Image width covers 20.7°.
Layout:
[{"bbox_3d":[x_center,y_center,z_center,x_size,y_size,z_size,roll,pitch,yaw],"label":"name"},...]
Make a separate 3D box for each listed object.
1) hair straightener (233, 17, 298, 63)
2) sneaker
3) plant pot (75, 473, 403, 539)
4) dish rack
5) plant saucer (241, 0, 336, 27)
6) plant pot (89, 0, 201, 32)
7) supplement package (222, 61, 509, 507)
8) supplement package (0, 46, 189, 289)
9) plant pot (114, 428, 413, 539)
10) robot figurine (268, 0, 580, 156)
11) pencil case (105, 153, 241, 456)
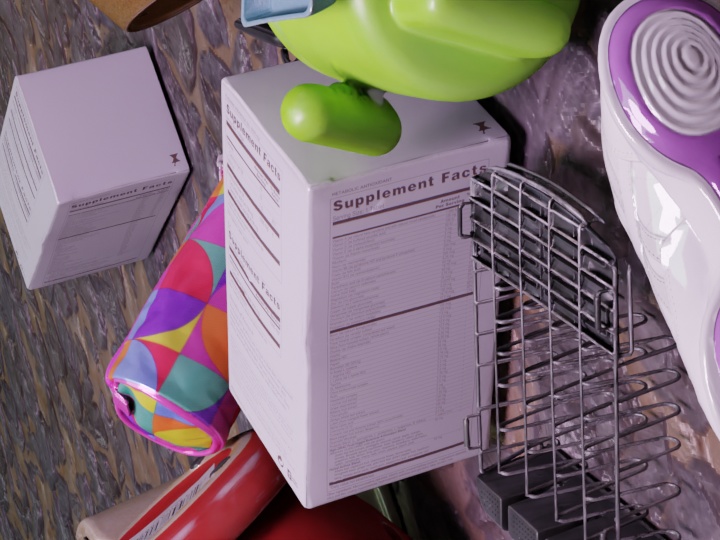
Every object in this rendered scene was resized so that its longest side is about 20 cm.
[{"bbox_3d":[-0.023,-0.125,1.139,0.200,0.041,0.078,35,137,55],"label":"hair straightener"},{"bbox_3d":[0.144,-0.005,0.742,0.100,0.074,0.202,82,170,-81],"label":"sneaker"},{"bbox_3d":[-0.084,0.204,1.308,0.200,0.182,0.202,165,90,-70],"label":"plant pot"},{"bbox_3d":[0.098,0.052,0.905,0.153,0.054,0.202,-144,45,-58],"label":"dish rack"},{"bbox_3d":[-0.026,-0.204,0.822,0.070,0.019,0.202,5,93,63],"label":"plant saucer"},{"bbox_3d":[-0.157,-0.258,1.228,0.201,0.185,0.186,60,160,0],"label":"plant pot"},{"bbox_3d":[0.000,0.000,1.018,0.110,0.113,0.201,-129,32,-46],"label":"supplement package"},{"bbox_3d":[-0.219,-0.079,1.576,0.110,0.113,0.200,69,158,13],"label":"supplement package"},{"bbox_3d":[-0.056,0.206,1.128,0.183,0.200,0.200,48,161,-7],"label":"plant pot"},{"bbox_3d":[0.022,-0.137,0.877,0.200,0.115,0.177,23,102,64],"label":"robot figurine"},{"bbox_3d":[-0.077,0.008,1.158,0.201,0.088,0.088,-65,4,-25],"label":"pencil case"}]
